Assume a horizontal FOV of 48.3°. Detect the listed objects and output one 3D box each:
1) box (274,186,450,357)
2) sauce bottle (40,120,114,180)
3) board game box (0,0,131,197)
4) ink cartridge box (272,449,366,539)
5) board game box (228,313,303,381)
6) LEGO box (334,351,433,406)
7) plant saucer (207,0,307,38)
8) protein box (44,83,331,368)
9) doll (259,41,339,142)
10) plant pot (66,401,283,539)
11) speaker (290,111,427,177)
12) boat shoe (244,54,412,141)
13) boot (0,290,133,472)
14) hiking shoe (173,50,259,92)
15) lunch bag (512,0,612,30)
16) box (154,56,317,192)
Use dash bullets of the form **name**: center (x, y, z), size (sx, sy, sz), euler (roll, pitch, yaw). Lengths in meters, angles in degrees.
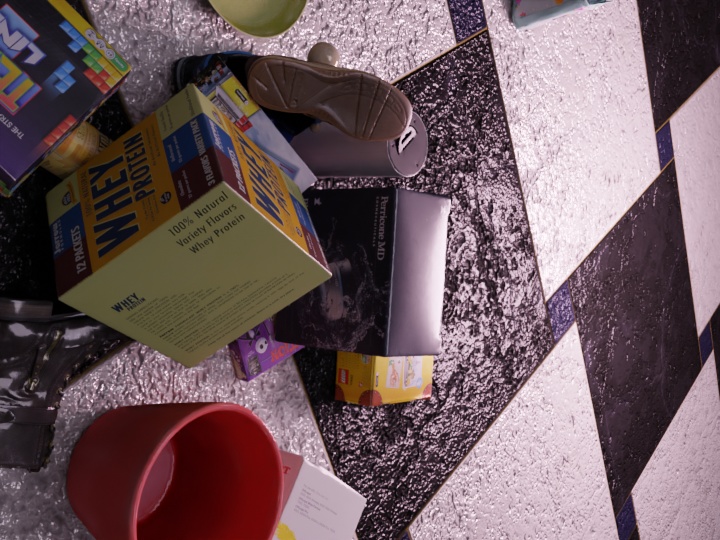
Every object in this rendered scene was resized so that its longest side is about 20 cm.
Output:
- **box**: center (0.000, 0.000, 1.021), size (0.116, 0.198, 0.201), euler (4, 89, -49)
- **sauce bottle**: center (-0.265, -0.102, 0.853), size (0.199, 0.065, 0.067), euler (36, 67, -45)
- **board game box**: center (-0.336, -0.197, 0.721), size (0.200, 0.056, 0.166), euler (44, 58, -17)
- **ink cartridge box**: center (-0.115, 0.335, 0.995), size (0.145, 0.145, 0.203), euler (43, 63, -41)
- **board game box**: center (-0.100, 0.049, 1.080), size (0.199, 0.032, 0.122), euler (-31, 119, -43)
- **LEGO box**: center (0.041, 0.093, 1.204), size (0.148, 0.076, 0.204), euler (3, 90, -49)
- **plant saucer**: center (-0.140, -0.391, 0.996), size (0.198, 0.031, 0.204), euler (-6, 98, -48)
- **protein box**: center (-0.172, -0.035, 0.816), size (0.200, 0.197, 0.136), euler (41, 20, -53)
- **doll**: center (-0.095, -0.188, 0.962), size (0.200, 0.049, 0.136), euler (-47, 151, 10)
- **plant pot**: center (-0.207, 0.230, 0.858), size (0.198, 0.175, 0.205), euler (-5, 96, -47)
- **speaker**: center (-0.011, -0.160, 1.032), size (0.080, 0.198, 0.083), euler (-6, 98, -47)
- **boat shoe**: center (-0.036, -0.200, 0.901), size (0.196, 0.072, 0.073), euler (8, 114, -23)
- **boot**: center (-0.315, 0.116, 0.822), size (0.198, 0.069, 0.178), euler (10, 91, -44)
- **hiking shoe**: center (-0.127, -0.227, 0.980), size (0.198, 0.086, 0.076), euler (-16, 105, -47)
- **lunch bag**: center (0.376, -0.529, 1.466), size (0.122, 0.169, 0.202), euler (42, 63, -33)
- **box**: center (-0.151, -0.124, 0.911), size (0.136, 0.038, 0.200), euler (-39, 141, 1)
